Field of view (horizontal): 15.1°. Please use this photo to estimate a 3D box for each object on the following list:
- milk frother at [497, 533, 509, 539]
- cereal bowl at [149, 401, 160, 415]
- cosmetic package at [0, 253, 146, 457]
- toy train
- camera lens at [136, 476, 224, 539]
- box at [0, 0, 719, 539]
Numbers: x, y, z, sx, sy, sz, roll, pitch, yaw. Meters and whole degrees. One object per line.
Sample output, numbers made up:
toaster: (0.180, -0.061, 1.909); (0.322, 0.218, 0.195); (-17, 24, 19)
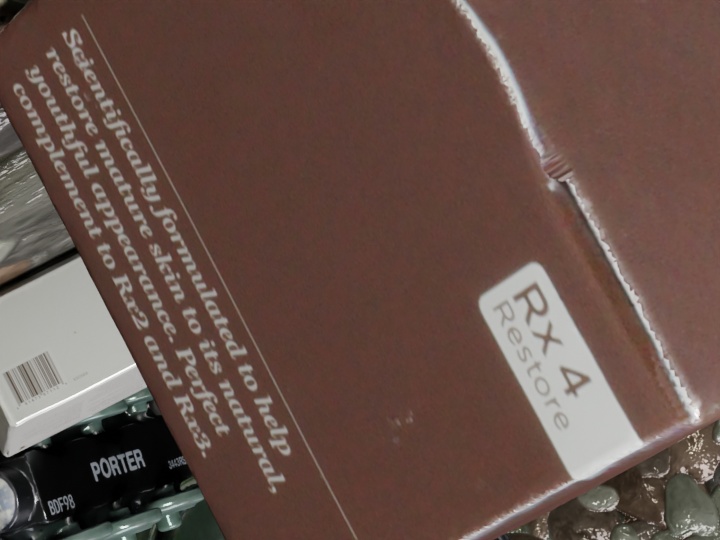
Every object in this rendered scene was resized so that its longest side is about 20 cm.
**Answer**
milk frother: (-0.017, 0.188, 1.913); (0.188, 0.200, 0.181); (-46, -173, 3)
cereal bowl: (-0.021, 0.068, 1.608); (0.199, 0.084, 0.200); (-28, 175, -3)
cosmetic package: (-0.057, 0.000, 1.039); (0.199, 0.051, 0.083); (-27, 172, -14)
toy train: (-0.159, 0.111, 1.371); (0.113, 0.086, 0.200); (-21, 177, 23)
camera lens: (-0.137, 0.187, 1.555); (0.199, 0.161, 0.160); (-15, -175, 42)
box: (0.053, -0.042, 0.650); (0.199, 0.167, 0.164); (-23, 173, -39)
